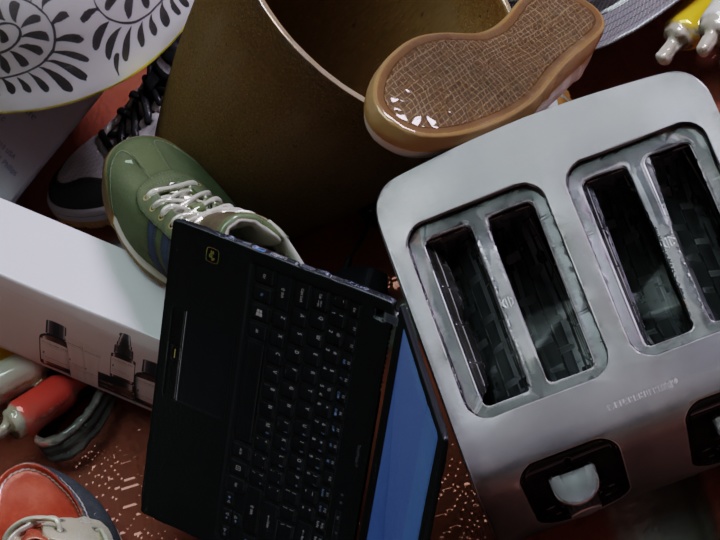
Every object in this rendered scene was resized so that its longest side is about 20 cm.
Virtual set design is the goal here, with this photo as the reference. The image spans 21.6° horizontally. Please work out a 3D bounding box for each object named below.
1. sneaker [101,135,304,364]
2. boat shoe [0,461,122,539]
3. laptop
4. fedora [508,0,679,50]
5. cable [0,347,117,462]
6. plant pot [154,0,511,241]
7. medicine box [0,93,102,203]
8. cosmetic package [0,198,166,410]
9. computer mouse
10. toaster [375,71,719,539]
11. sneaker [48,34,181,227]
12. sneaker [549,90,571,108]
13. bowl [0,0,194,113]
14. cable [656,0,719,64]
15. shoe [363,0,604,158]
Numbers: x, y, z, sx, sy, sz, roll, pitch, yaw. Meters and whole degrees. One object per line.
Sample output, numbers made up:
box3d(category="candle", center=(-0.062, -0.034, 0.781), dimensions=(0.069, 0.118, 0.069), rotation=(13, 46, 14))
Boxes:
box3d(category="sneaker", center=(-0.071, -0.012, 0.997), dimensions=(0.067, 0.090, 0.200), rotation=(-24, 65, -24))
box3d(category="boat shoe", center=(-0.159, 0.164, 0.989), dimensions=(0.071, 0.063, 0.200), rotation=(-29, 42, -3))
box3d(category="laptop", center=(-0.039, 0.098, 0.895), dimensions=(0.200, 0.177, 0.103), rotation=(21, 28, 22))
box3d(category="fedora", center=(0.130, -0.220, 1.179), dimensions=(0.177, 0.090, 0.200), rotation=(-35, 26, -1))
box3d(category="cable", center=(-0.150, 0.039, 1.115), dimensions=(0.200, 0.050, 0.097), rotation=(-38, 44, -15))
box3d(category="plant pot", center=(-0.036, -0.098, 1.093), dimensions=(0.200, 0.186, 0.186), rotation=(-47, 26, 41))
box3d(category="medicine box", center=(-0.245, -0.118, 1.220), dimensions=(0.182, 0.103, 0.200), rotation=(-20, 30, 55))
box3d(category="cosmetic package", center=(-0.172, 0.016, 1.064), dimensions=(0.200, 0.083, 0.051), rotation=(22, 54, 6))
box3d(category="computer mouse", center=(0.000, 0.000, 1.108), dimensions=(0.059, 0.034, 0.200), rotation=(-17, 35, 33))
box3d(category="toaster", center=(0.116, 0.012, 0.927), dimensions=(0.181, 0.119, 0.200), rotation=(-20, 71, 3))
box3d(category="sneaker", center=(-0.123, -0.108, 1.212), dimensions=(0.200, 0.088, 0.076), rotation=(-34, 45, -8))
box3d(category="sneaker", center=(0.083, -0.040, 1.089), dimensions=(0.088, 0.076, 0.200), rotation=(-27, 38, 24))
box3d(category="bowl", center=(-0.196, -0.195, 1.087), dimensions=(0.201, 0.094, 0.201), rotation=(-4, 53, 6))
box3d(category="cable", center=(0.250, -0.189, 1.150), dimensions=(0.097, 0.050, 0.200), rotation=(2, 50, 27))
box3d(category="shoe", center=(0.065, -0.092, 0.976), dimensions=(0.070, 0.053, 0.200), rotation=(38, 39, 17))
